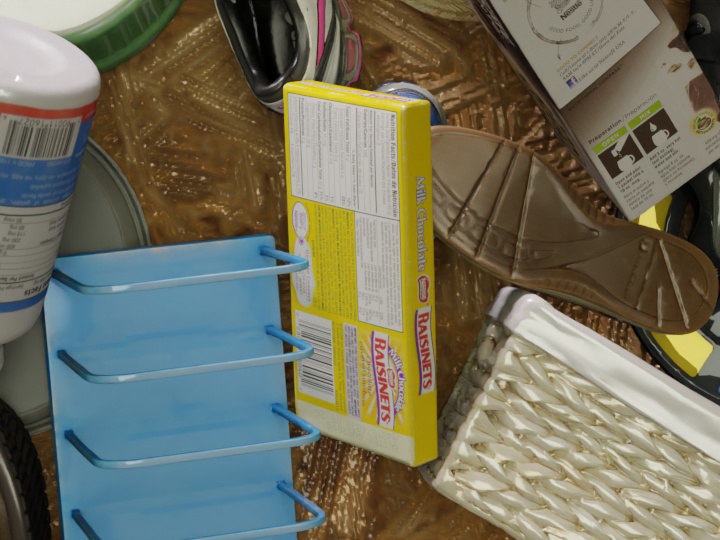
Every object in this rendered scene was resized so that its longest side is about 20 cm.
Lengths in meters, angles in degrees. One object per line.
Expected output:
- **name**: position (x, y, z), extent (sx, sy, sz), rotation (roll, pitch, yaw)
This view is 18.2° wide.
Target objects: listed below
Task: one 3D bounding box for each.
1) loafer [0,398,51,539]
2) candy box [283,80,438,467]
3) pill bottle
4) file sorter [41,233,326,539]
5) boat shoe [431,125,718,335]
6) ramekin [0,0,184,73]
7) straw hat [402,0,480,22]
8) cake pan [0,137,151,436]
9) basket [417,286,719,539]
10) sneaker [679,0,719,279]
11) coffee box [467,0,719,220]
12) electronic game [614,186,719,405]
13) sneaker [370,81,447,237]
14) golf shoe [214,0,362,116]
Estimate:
- **loafer**: position (-0.211, 0.170, 1.277), extent (0.070, 0.073, 0.202), rotation (-8, 103, 2)
- **candy box**: position (0.000, 0.000, 1.246), extent (0.026, 0.102, 0.202), rotation (-15, 110, -42)
- **pill bottle**: position (-0.215, -0.029, 1.212), extent (0.111, 0.112, 0.201), rotation (18, 112, -4)
- **file sorter**: position (-0.095, 0.091, 1.251), extent (0.137, 0.123, 0.202), rotation (-6, 98, -16)
- **boat shoe**: position (0.104, -0.018, 1.275), extent (0.199, 0.072, 0.073), rotation (23, 80, -12)
- **ramekin**: position (-0.186, -0.210, 1.279), extent (0.198, 0.098, 0.202), rotation (0, 90, -5)
- **straw hat**: position (0.045, -0.232, 1.254), extent (0.199, 0.085, 0.203), rotation (8, 108, 26)
- **cake pan**: position (-0.220, 0.000, 1.307), extent (0.198, 0.037, 0.202), rotation (0, 90, -5)
- **basket**: position (0.141, 0.111, 1.287), extent (0.199, 0.136, 0.124), rotation (30, 90, -4)
- **sneaker**: position (0.201, -0.095, 1.295), extent (0.087, 0.076, 0.202), rotation (-13, 79, 5)
- **coffee box**: position (0.111, -0.140, 1.206), extent (0.080, 0.113, 0.200), rotation (-36, 125, 2)
- **electronic game**: position (0.248, -0.013, 1.336), extent (0.198, 0.042, 0.202), rotation (0, 86, -3)
- **sneaker**: position (0.008, -0.012, 1.301), extent (0.076, 0.085, 0.202), rotation (7, 90, -4)
- **golf shoe**: position (-0.053, -0.188, 1.288), extent (0.072, 0.092, 0.202), rotation (-16, 89, 21)
